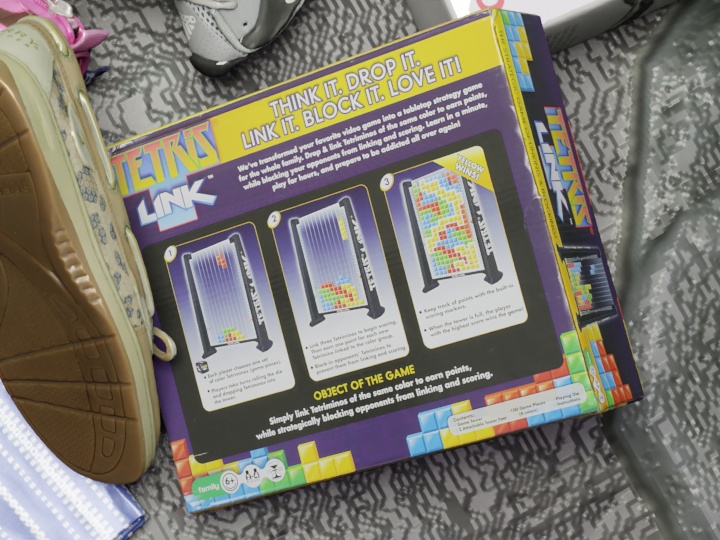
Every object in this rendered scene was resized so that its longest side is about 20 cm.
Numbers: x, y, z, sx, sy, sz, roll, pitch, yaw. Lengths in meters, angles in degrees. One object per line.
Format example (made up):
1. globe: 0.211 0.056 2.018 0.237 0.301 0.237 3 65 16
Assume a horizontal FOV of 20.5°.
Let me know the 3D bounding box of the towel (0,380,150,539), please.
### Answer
1. towel: -0.211 0.125 0.881 0.200 0.024 0.145 -43 85 -6

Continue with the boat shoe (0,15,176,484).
1. boat shoe: -0.117 -0.005 0.822 0.073 0.063 0.200 4 120 28

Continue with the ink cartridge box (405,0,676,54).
1. ink cartridge box: 0.104 -0.187 0.883 0.200 0.083 0.147 -24 87 -4

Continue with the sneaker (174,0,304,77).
1. sneaker: -0.088 -0.130 0.839 0.200 0.075 0.116 -18 118 -26

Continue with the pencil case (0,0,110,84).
1. pencil case: -0.203 -0.141 0.868 0.200 0.091 0.094 47 121 0

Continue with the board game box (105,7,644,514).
1. board game box: 0.000 0.000 0.834 0.200 0.057 0.165 -16 84 28
